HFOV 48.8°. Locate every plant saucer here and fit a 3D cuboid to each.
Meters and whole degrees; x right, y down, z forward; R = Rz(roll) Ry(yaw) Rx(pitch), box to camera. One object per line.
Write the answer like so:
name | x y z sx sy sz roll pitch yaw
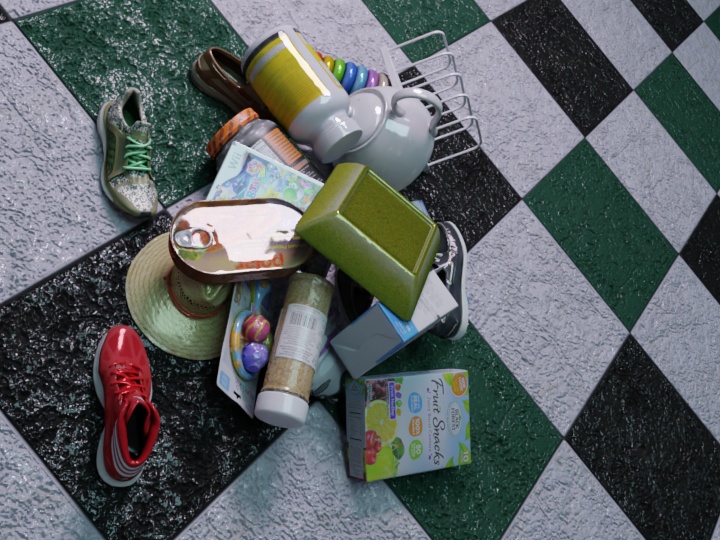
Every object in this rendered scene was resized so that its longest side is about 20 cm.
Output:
plant saucer | 0.029 -0.057 1.105 0.200 0.048 0.200 39 37 -9

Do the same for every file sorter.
file sorter | 0.133 -0.315 1.465 0.139 0.124 0.202 50 22 -68

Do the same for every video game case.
video game case | -0.120 -0.078 1.133 0.199 0.018 0.144 25 78 -9

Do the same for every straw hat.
straw hat | -0.216 0.013 1.086 0.200 0.085 0.203 18 55 -27

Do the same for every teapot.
teapot | 0.020 -0.229 1.309 0.146 0.200 0.197 33 8 -48

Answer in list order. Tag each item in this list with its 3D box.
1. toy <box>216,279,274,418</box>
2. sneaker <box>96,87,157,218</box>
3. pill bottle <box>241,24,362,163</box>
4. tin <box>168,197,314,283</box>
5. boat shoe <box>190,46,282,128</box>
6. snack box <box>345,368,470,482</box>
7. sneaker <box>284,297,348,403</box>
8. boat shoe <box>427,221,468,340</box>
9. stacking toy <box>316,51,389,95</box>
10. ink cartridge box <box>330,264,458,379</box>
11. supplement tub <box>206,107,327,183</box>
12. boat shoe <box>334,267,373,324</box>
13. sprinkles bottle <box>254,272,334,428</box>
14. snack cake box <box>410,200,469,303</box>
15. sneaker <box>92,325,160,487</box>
toy | -0.140 0.085 1.084 0.115 0.047 0.201 60 26 -53
sneaker | -0.322 -0.171 1.114 0.076 0.089 0.202 -4 67 -37
pill bottle | -0.087 -0.267 1.221 0.112 0.112 0.201 -29 79 -42
tin | -0.157 -0.039 1.063 0.198 0.042 0.113 -4 60 -25
boat shoe | -0.179 -0.295 1.302 0.199 0.072 0.076 25 52 -22
snack box | 0.073 0.222 1.166 0.199 0.053 0.144 1 87 -36
sneaker | -0.048 0.099 1.172 0.139 0.078 0.202 24 62 -25
boat shoe | 0.127 0.009 1.255 0.060 0.075 0.202 14 57 -35
stacking toy | -0.051 -0.352 1.428 0.199 0.085 0.086 21 54 -20
ink cartridge box | 0.062 0.070 1.154 0.068 0.116 0.200 54 38 7
supplement tub | -0.134 -0.141 1.211 0.200 0.122 0.123 47 47 -2
boat shoe | 0.000 0.000 1.236 0.067 0.057 0.201 49 27 -38
sprinkles bottle | -0.085 0.105 1.059 0.068 0.068 0.202 24 62 -22
snack cake box | 0.086 -0.011 1.331 0.114 0.067 0.201 -12 72 -41
sneaker | -0.269 0.146 0.950 0.078 0.115 0.202 4 62 -34
